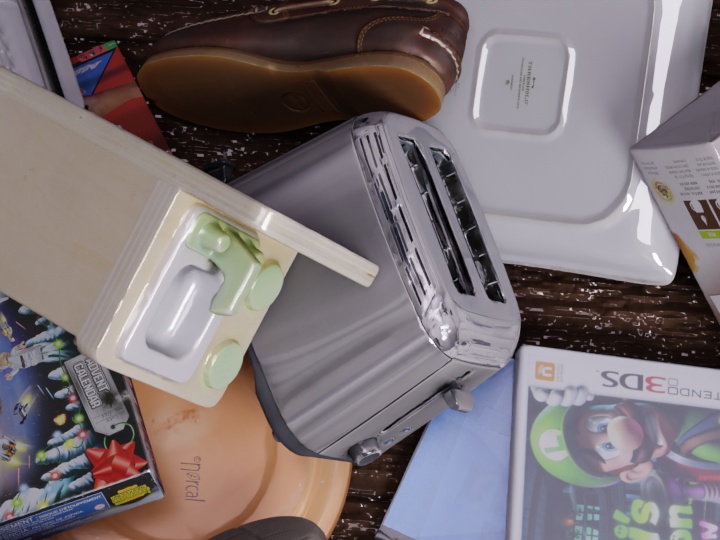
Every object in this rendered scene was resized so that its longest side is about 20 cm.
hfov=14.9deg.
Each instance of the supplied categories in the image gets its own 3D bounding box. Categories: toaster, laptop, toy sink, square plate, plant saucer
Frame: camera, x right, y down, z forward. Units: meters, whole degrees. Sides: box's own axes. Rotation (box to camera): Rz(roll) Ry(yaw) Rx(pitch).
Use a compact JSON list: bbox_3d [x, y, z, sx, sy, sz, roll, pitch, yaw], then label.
[{"bbox_3d":[0.000,0.000,1.524,0.129,0.114,0.200,-29,68,24],"label":"toaster"},{"bbox_3d":[0.098,0.165,1.518,0.187,0.200,0.116,24,122,6],"label":"laptop"},{"bbox_3d":[-0.114,-0.006,1.447,0.200,0.130,0.112,28,90,29],"label":"toy sink"},{"bbox_3d":[0.095,-0.101,1.557,0.198,0.028,0.200,7,89,27],"label":"square plate"},{"bbox_3d":[-0.105,0.102,1.578,0.200,0.032,0.201,0,81,2],"label":"plant saucer"}]

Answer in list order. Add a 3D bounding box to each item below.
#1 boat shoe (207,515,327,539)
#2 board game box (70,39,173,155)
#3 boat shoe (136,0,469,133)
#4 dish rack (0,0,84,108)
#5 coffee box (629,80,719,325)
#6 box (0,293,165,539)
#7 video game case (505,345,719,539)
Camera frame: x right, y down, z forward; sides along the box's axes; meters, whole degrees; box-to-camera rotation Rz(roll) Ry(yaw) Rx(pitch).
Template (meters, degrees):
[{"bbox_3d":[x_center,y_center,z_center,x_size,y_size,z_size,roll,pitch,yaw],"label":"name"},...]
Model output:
[{"bbox_3d":[-0.089,0.206,1.526,0.200,0.076,0.072,-34,110,20],"label":"boat shoe"},{"bbox_3d":[-0.214,-0.055,1.586,0.200,0.019,0.103,-25,52,-5],"label":"board game box"},{"bbox_3d":[-0.031,-0.122,1.579,0.200,0.070,0.070,3,55,26],"label":"boat shoe"},{"bbox_3d":[-0.260,-0.088,1.583,0.200,0.044,0.172,-21,49,-1],"label":"dish rack"},{"bbox_3d":[0.248,-0.011,1.506,0.114,0.080,0.200,-35,106,-26],"label":"coffee box"},{"bbox_3d":[-0.201,0.058,1.552,0.137,0.040,0.200,-19,60,-1],"label":"box"},{"bbox_3d":[0.171,0.142,1.522,0.182,0.023,0.200,7,61,-4],"label":"video game case"}]
